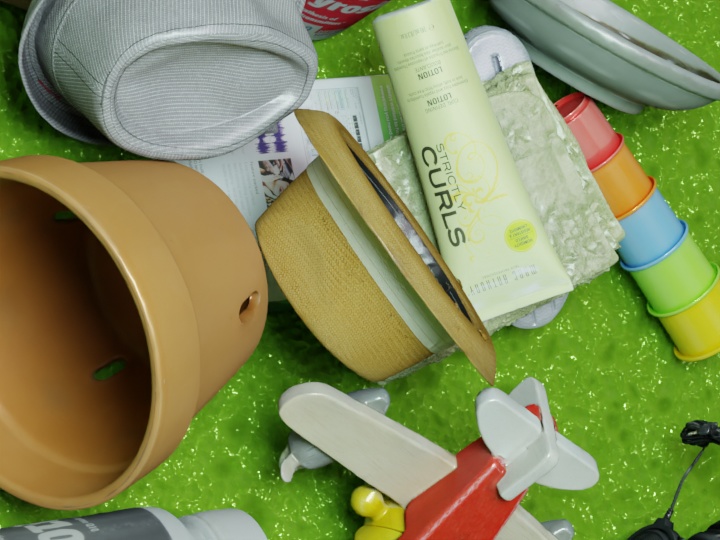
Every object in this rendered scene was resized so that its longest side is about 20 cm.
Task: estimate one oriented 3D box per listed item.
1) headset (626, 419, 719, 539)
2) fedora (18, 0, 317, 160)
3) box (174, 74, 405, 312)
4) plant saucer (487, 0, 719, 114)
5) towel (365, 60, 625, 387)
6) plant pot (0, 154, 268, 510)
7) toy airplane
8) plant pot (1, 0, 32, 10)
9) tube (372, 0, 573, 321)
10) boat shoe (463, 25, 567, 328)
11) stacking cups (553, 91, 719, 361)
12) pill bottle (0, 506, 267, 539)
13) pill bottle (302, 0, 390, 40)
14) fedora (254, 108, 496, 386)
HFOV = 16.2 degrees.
[{"bbox_3d":[0.227,0.199,1.662,0.123,0.094,0.201,0,88,-31],"label":"headset"},{"bbox_3d":[-0.096,-0.127,1.470,0.200,0.177,0.090,-2,40,-37],"label":"fedora"},{"bbox_3d":[-0.034,-0.049,1.612,0.200,0.036,0.145,-6,80,-30],"label":"box"},{"bbox_3d":[0.153,-0.151,1.685,0.200,0.200,0.050,25,103,-23],"label":"plant saucer"},{"bbox_3d":[0.062,-0.028,1.599,0.200,0.036,0.149,-30,95,-18],"label":"towel"},{"bbox_3d":[-0.147,0.019,1.446,0.140,0.200,0.200,-27,91,-48],"label":"plant pot"},{"bbox_3d":[0.046,0.142,1.544,0.199,0.141,0.200,-11,113,-15],"label":"toy airplane"},{"bbox_3d":[-0.167,-0.224,1.510,0.200,0.186,0.187,32,62,-34],"label":"plant pot"},{"bbox_3d":[0.064,-0.069,1.558,0.052,0.058,0.200,-24,97,-42],"label":"tube"},{"bbox_3d":[0.097,-0.062,1.669,0.072,0.071,0.201,-9,94,-13],"label":"boat shoe"},{"bbox_3d":[0.191,-0.034,1.702,0.061,0.060,0.200,-45,112,-31],"label":"stacking cups"},{"bbox_3d":[-0.153,0.195,1.431,0.200,0.113,0.113,-5,80,-31],"label":"pill bottle"},{"bbox_3d":[0.002,-0.224,1.581,0.112,0.200,0.113,8,73,-28],"label":"pill bottle"},{"bbox_3d":[0.000,0.000,1.479,0.082,0.201,0.201,-35,97,5],"label":"fedora"}]
